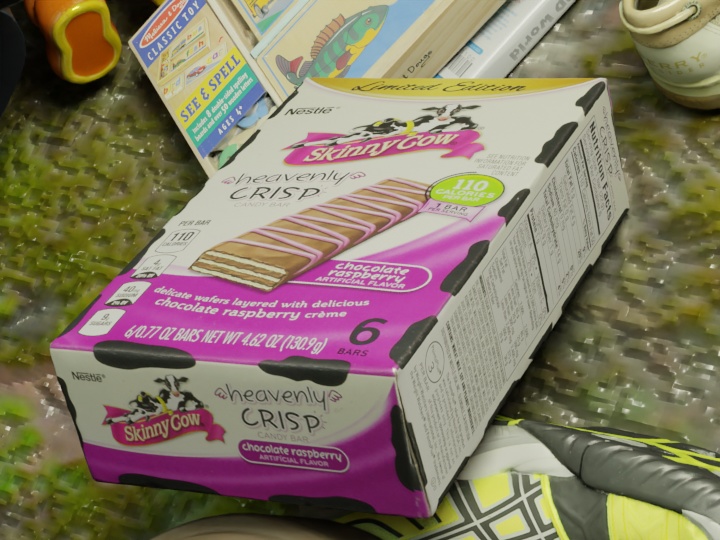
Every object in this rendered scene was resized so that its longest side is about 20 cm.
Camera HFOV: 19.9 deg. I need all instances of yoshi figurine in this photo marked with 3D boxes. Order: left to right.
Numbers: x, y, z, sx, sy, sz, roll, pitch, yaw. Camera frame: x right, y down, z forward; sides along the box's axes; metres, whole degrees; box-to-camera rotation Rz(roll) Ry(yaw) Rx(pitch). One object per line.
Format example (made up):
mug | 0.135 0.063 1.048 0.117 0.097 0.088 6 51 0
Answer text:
yoshi figurine | -0.154 -0.181 0.998 0.200 0.112 0.112 52 133 28

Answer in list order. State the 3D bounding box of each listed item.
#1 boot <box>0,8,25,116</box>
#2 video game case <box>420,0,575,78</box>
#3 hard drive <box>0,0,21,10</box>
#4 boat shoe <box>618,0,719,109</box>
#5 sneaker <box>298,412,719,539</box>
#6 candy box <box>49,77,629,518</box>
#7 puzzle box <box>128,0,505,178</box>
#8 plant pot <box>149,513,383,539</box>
boot | -0.228 -0.068 0.969 0.200 0.074 0.097 -51 44 21
video game case | 0.071 -0.177 0.896 0.200 0.018 0.143 -47 49 0
hard drive | -0.182 -0.199 0.893 0.139 0.033 0.202 -12 67 45
boat shoe | 0.163 -0.161 0.798 0.073 0.063 0.202 24 78 39
sneaker | 0.065 0.090 0.717 0.199 0.075 0.077 8 87 38
candy box | 0.000 0.000 0.740 0.135 0.062 0.200 2 32 28
puzzle box | -0.006 -0.126 0.884 0.200 0.025 0.133 -46 49 14
plant pot | -0.076 0.171 0.649 0.199 0.173 0.202 -10 74 35
